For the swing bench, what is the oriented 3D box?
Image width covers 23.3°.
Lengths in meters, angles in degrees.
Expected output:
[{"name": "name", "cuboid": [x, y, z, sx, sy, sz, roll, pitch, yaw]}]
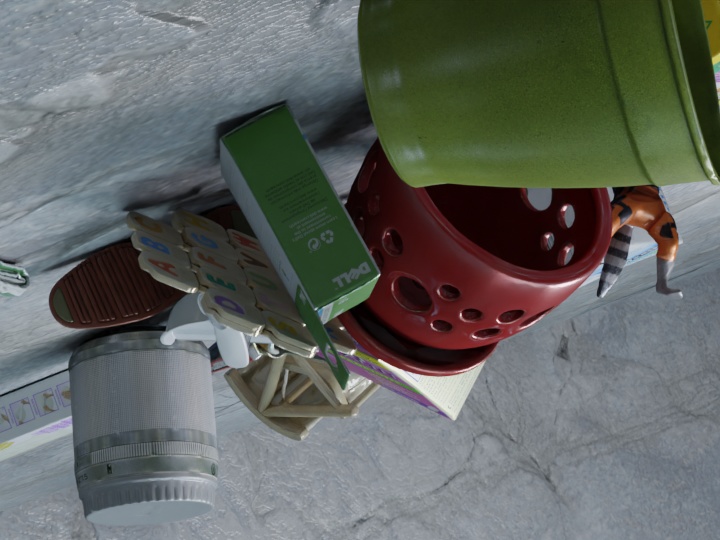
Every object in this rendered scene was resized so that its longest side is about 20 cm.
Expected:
[{"name": "swing bench", "cuboid": [-0.026, 0.094, 2.095, 0.199, 0.130, 0.200, -40, -178, -32]}]

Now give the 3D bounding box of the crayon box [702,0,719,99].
[{"name": "crayon box", "cuboid": [0.307, -0.192, 1.537, 0.199, 0.059, 0.172, -13, 167, -46]}]

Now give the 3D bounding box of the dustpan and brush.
[{"name": "dustpan and brush", "cuboid": [-0.113, 0.043, 1.475, 0.139, 0.058, 0.200, 2, 152, 6]}]

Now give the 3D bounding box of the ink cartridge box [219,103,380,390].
[{"name": "ink cartridge box", "cuboid": [-0.035, -0.015, 1.313, 0.059, 0.201, 0.104, -28, 173, -9]}]

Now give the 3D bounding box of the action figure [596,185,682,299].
[{"name": "action figure", "cuboid": [0.250, -0.081, 1.752, 0.199, 0.195, 0.105, 13, 157, -11]}]

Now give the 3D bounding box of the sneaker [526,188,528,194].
[{"name": "sneaker", "cuboid": [0.109, -0.040, 1.561, 0.099, 0.201, 0.070, -26, 157, 13]}]

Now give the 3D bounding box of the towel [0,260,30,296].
[{"name": "towel", "cuboid": [-0.378, 0.038, 1.409, 0.199, 0.031, 0.149, -22, 171, 6]}]

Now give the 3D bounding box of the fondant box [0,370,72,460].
[{"name": "fondant box", "cuboid": [-0.408, 0.183, 2.153, 0.199, 0.059, 0.144, -23, 171, 3]}]

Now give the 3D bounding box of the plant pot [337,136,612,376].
[{"name": "plant pot", "cuboid": [0.076, -0.029, 1.414, 0.200, 0.201, 0.183, -14, 158, -38]}]

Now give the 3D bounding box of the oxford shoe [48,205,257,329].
[{"name": "oxford shoe", "cuboid": [-0.180, 0.005, 1.555, 0.199, 0.071, 0.074, -19, 174, -10]}]

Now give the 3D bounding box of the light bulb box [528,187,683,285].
[{"name": "light bulb box", "cuboid": [0.244, -0.049, 2.053, 0.198, 0.125, 0.200, -26, 169, 28]}]

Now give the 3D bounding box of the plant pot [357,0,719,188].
[{"name": "plant pot", "cuboid": [0.106, -0.132, 1.058, 0.192, 0.202, 0.200, -11, 175, 17]}]

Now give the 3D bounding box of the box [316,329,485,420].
[{"name": "box", "cuboid": [0.007, 0.041, 1.643, 0.097, 0.175, 0.200, -61, 150, -8]}]

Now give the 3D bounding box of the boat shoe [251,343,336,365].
[{"name": "boat shoe", "cuboid": [-0.089, 0.051, 1.802, 0.199, 0.069, 0.075, 8, 150, 13]}]

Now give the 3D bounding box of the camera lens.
[{"name": "camera lens", "cuboid": [-0.240, 0.171, 1.939, 0.159, 0.201, 0.160, -6, 163, -2]}]

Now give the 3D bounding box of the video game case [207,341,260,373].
[{"name": "video game case", "cuboid": [-0.114, 0.065, 2.005, 0.143, 0.017, 0.200, -42, -170, -26]}]

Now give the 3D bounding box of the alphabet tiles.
[{"name": "alphabet tiles", "cuboid": [-0.096, 0.007, 1.418, 0.195, 0.200, 0.015, 23, 107, -23]}]
